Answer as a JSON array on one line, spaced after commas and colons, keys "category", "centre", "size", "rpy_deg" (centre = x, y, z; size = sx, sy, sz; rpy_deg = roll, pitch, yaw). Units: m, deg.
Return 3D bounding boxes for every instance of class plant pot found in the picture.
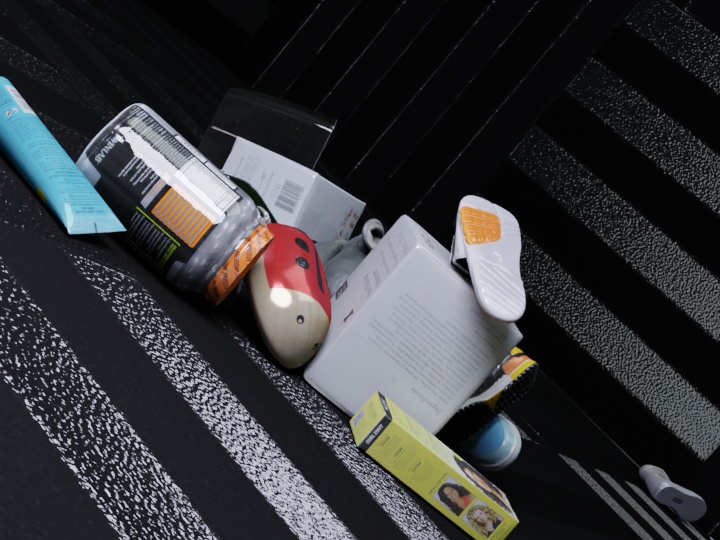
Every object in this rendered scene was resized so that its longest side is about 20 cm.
[{"category": "plant pot", "centre": [-0.161, -0.188, 2.094], "size": [0.176, 0.202, 0.200], "rpy_deg": [27, 8, -4]}]

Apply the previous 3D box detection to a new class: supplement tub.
[{"category": "supplement tub", "centre": [-0.193, -0.065, 1.356], "size": [0.200, 0.123, 0.123], "rpy_deg": [42, 7, -1]}]

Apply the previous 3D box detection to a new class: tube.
[{"category": "tube", "centre": [-0.311, -0.107, 1.285], "size": [0.200, 0.051, 0.077], "rpy_deg": [48, 31, 21]}]

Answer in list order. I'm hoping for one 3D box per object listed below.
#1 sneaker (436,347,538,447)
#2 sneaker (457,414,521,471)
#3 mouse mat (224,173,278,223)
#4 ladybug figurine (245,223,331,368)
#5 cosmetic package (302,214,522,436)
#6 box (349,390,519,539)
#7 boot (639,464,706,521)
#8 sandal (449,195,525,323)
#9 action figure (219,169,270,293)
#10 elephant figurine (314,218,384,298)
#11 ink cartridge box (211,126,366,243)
[{"category": "sneaker", "centre": [0.133, 0.153, 1.688], "size": [0.090, 0.199, 0.071], "rpy_deg": [42, -35, 33]}, {"category": "sneaker", "centre": [0.121, 0.186, 1.742], "size": [0.130, 0.080, 0.200], "rpy_deg": [39, -2, -35]}, {"category": "mouse mat", "centre": [-0.165, -0.081, 1.678], "size": [0.199, 0.008, 0.162], "rpy_deg": [25, -24, 41]}, {"category": "ladybug figurine", "centre": [-0.078, 0.019, 1.463], "size": [0.201, 0.071, 0.136], "rpy_deg": [-102, 167, -47]}, {"category": "cosmetic package", "centre": [0.053, 0.076, 1.515], "size": [0.165, 0.200, 0.165], "rpy_deg": [40, 8, -12]}, {"category": "box", "centre": [0.080, 0.217, 1.421], "size": [0.199, 0.050, 0.075], "rpy_deg": [39, 7, -16]}, {"category": "boot", "centre": [0.737, 0.519, 3.102], "size": [0.199, 0.074, 0.096], "rpy_deg": [35, 16, -37]}, {"category": "sandal", "centre": [0.132, -0.004, 1.429], "size": [0.078, 0.059, 0.208], "rpy_deg": [23, 36, -16]}, {"category": "action figure", "centre": [-0.170, -0.061, 1.555], "size": [0.200, 0.102, 0.119], "rpy_deg": [46, -3, 42]}, {"category": "elephant figurine", "centre": [0.000, 0.000, 1.694], "size": [0.156, 0.139, 0.202], "rpy_deg": [90, 6, -49]}, {"category": "ink cartridge box", "centre": [-0.111, -0.107, 1.773], "size": [0.174, 0.085, 0.200], "rpy_deg": [27, 1, 21]}]
